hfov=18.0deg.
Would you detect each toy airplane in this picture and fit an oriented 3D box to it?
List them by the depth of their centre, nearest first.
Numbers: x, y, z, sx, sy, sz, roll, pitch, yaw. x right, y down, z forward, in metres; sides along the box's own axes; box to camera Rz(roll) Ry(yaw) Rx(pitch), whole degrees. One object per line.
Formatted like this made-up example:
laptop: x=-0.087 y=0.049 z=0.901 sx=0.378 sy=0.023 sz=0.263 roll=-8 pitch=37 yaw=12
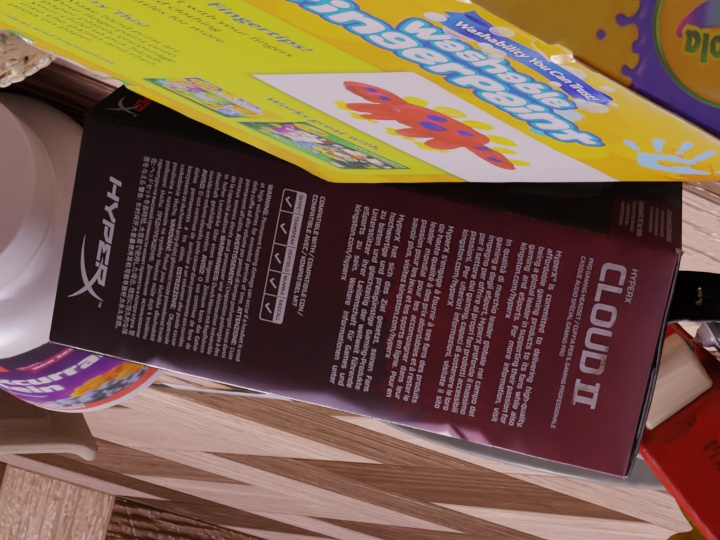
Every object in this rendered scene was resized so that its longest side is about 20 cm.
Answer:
toy airplane: x=0.184 y=0.122 z=0.991 sx=0.199 sy=0.200 sz=0.141 roll=7 pitch=157 yaw=26

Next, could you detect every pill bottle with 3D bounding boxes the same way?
pill bottle: x=-0.145 y=-0.010 z=0.966 sx=0.111 sy=0.112 sz=0.200 roll=11 pitch=169 yaw=13

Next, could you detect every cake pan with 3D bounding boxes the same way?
cake pan: x=0.102 y=0.088 z=1.349 sx=0.199 sy=0.037 sz=0.200 roll=14 pitch=169 yaw=3

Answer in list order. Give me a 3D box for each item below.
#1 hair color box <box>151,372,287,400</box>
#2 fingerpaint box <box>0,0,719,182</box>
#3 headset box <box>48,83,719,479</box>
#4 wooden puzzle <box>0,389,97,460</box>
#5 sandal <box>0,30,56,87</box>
hair color box: x=-0.130 y=0.025 z=1.262 sx=0.199 sy=0.061 sz=0.099 roll=2 pitch=164 yaw=46
fingerpaint box: x=-0.014 y=-0.085 z=0.526 sx=0.199 sy=0.074 sz=0.166 roll=22 pitch=167 yaw=-39
headset box: x=0.019 y=-0.009 z=0.722 sx=0.198 sy=0.076 sz=0.149 roll=13 pitch=-163 yaw=5
wooden puzzle: x=-0.244 y=0.031 z=1.125 sx=0.199 sy=0.037 sz=0.185 roll=5 pitch=-143 yaw=-33
sandal: x=-0.111 y=-0.087 z=0.656 sx=0.069 sy=0.078 sz=0.212 roll=2 pitch=-177 yaw=-13
